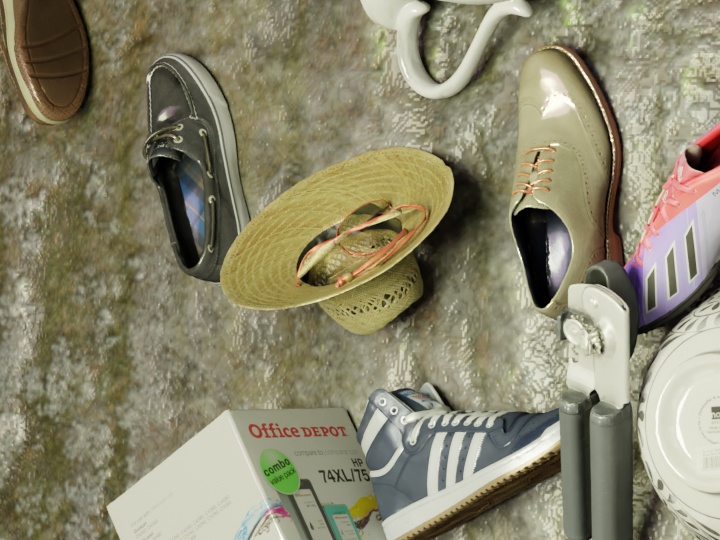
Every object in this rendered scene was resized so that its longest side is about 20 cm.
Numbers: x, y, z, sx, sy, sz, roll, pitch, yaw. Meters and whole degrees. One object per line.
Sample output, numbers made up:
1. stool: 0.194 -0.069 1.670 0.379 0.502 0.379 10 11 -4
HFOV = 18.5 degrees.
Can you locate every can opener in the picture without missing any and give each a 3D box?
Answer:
1. can opener: 0.166 0.095 1.473 0.052 0.066 0.201 22 122 43

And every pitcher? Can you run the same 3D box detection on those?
1. pitcher: 0.080 -0.221 1.579 0.199 0.121 0.173 -15 99 47

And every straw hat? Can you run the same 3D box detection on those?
1. straw hat: 0.000 0.000 1.629 0.200 0.201 0.085 -9 125 37

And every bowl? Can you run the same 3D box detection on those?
1. bowl: 0.249 0.098 1.430 0.200 0.094 0.202 -3 85 38

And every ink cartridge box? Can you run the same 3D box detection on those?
1. ink cartridge box: -0.061 0.223 1.629 0.146 0.146 0.201 -39 66 30

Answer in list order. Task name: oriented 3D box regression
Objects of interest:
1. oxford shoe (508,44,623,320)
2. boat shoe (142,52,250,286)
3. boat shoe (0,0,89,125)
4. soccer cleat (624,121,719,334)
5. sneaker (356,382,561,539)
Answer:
1. oxford shoe: 0.138 -0.063 1.537 0.070 0.074 0.202 -17 77 36
2. boat shoe: -0.142 -0.083 1.760 0.070 0.066 0.201 -23 74 34
3. boat shoe: -0.283 -0.211 1.883 0.075 0.074 0.204 -31 62 47
4. soccer cleat: 0.221 -0.042 1.463 0.200 0.073 0.068 -49 36 23
5. sneaker: 0.076 0.114 1.578 0.200 0.070 0.109 -33 70 35
